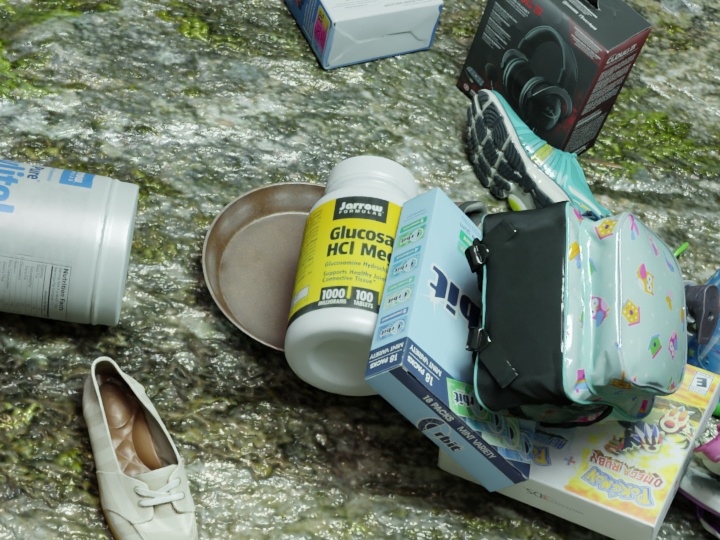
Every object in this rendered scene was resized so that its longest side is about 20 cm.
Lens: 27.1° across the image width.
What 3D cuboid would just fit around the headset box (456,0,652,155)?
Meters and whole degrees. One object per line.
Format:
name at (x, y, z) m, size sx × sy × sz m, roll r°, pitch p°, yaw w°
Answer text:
headset box at (0.196, -0.225, 1.520) m, size 0.077 × 0.200 × 0.149 m, roll -32°, pitch 67°, yaw -32°

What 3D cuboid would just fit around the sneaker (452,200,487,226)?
sneaker at (0.099, 0.007, 1.384) m, size 0.082 × 0.077 × 0.200 m, roll -14°, pitch 53°, yaw 11°

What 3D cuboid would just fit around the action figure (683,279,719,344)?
action figure at (0.232, 0.024, 1.391) m, size 0.130 × 0.070 × 0.200 m, roll 0°, pitch 14°, yaw -36°

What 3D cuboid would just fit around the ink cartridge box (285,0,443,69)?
ink cartridge box at (-0.015, -0.323, 1.619) m, size 0.136 × 0.076 × 0.200 m, roll -14°, pitch 60°, yaw -24°

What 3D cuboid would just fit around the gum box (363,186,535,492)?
gum box at (0.087, 0.057, 1.261) m, size 0.170 × 0.045 × 0.200 m, roll 43°, pitch 40°, yaw -30°

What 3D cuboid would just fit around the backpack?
backpack at (0.186, 0.042, 1.229) m, size 0.153 × 0.200 × 0.176 m, roll -7°, pitch 74°, yaw 23°

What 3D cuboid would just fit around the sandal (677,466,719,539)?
sandal at (0.344, 0.236, 1.303) m, size 0.202 × 0.082 × 0.050 m, roll 32°, pitch 97°, yaw 20°

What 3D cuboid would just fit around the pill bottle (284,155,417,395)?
pill bottle at (0.000, 0.000, 1.315) m, size 0.112 × 0.113 × 0.200 m, roll 12°, pitch 52°, yaw -5°

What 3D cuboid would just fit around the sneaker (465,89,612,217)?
sneaker at (0.178, -0.100, 1.509) m, size 0.080 × 0.078 × 0.200 m, roll -26°, pitch 74°, yaw -34°

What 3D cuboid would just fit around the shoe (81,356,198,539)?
shoe at (-0.186, 0.159, 1.229) m, size 0.070 × 0.053 × 0.200 m, roll -15°, pitch 59°, yaw -23°

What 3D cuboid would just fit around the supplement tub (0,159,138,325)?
supplement tub at (-0.300, -0.029, 1.293) m, size 0.199 × 0.132 × 0.132 m, roll 8°, pitch 52°, yaw -8°

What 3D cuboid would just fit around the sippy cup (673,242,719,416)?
sippy cup at (0.365, 0.050, 1.400) m, size 0.177 × 0.130 × 0.140 m, roll 14°, pitch 52°, yaw -4°

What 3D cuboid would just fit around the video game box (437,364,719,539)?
video game box at (0.195, 0.134, 1.322) m, size 0.200 × 0.047 × 0.182 m, roll 19°, pitch 52°, yaw 20°

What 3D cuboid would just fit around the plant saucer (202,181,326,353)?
plant saucer at (-0.050, 0.004, 1.392) m, size 0.200 × 0.035 × 0.201 m, roll 7°, pitch 53°, yaw -10°

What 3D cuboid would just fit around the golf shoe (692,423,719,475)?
golf shoe at (0.344, 0.163, 1.291) m, size 0.075 × 0.200 × 0.092 m, roll -38°, pitch 73°, yaw 15°
